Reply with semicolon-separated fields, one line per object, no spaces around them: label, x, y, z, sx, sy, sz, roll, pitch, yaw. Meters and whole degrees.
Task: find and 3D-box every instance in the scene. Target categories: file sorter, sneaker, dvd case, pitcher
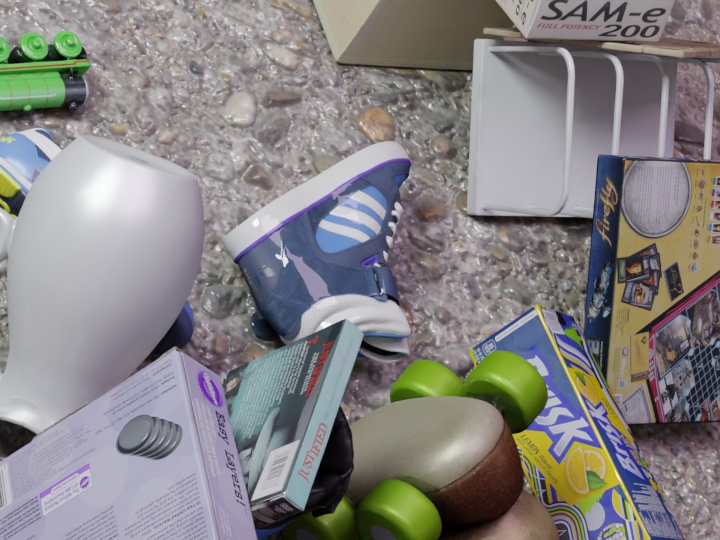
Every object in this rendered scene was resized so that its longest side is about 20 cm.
file sorter;0.202;-0.108;1.905;0.199;0.124;0.140;0;95;-33
sneaker;0.000;0.000;1.770;0.200;0.081;0.147;-30;83;-47
sneaker;-0.184;-0.026;1.669;0.200;0.074;0.082;43;42;3
sneaker;-0.045;0.111;1.594;0.077;0.111;0.200;55;27;-13
dvd case;-0.090;0.118;1.515;0.022;0.200;0.146;42;44;-24
pitcher;-0.200;0.011;1.554;0.171;0.201;0.121;20;7;-8

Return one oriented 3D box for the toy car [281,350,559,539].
toy car;0.075;0.185;1.649;0.164;0.157;0.200;-46;112;-34

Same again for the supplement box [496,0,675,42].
supplement box;0.147;-0.260;1.866;0.125;0.074;0.200;-1;38;-28

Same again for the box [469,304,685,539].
box;0.157;0.129;1.754;0.064;0.070;0.201;19;42;-55

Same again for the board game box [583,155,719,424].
board game box;0.236;0.015;1.837;0.135;0.035;0.201;1;97;-31

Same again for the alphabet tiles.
alphabet tiles;0.213;-0.183;1.922;0.166;0.008;0.200;9;9;26

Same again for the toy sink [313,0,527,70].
toy sink;0.067;-0.250;1.978;0.199;0.112;0.131;1;56;-32

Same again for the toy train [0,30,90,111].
toy train;-0.279;-0.136;1.720;0.199;0.042;0.057;-7;70;-36

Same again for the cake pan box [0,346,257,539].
cake pan box;-0.156;0.173;1.440;0.052;0.200;0.185;38;27;-44
